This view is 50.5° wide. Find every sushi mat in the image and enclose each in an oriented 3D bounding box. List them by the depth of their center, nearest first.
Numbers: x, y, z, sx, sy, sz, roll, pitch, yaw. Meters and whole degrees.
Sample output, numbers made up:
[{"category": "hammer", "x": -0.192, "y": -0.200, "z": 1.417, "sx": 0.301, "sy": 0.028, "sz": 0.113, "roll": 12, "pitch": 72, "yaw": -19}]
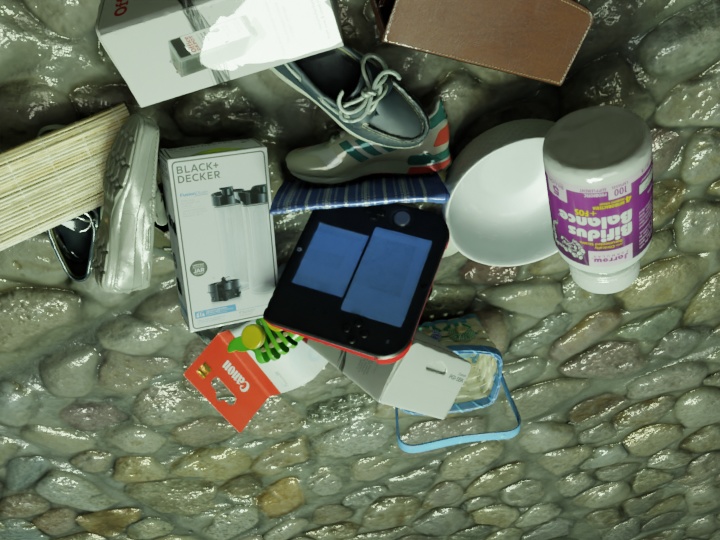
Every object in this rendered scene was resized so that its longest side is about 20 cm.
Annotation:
[{"category": "sushi mat", "x": -0.331, "y": -0.100, "z": 0.833, "sx": 0.197, "sy": 0.012, "sz": 0.097, "roll": -27, "pitch": 122, "yaw": -15}]

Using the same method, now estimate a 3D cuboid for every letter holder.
[{"category": "letter holder", "x": 0.126, "y": -0.284, "z": 0.734, "sx": 0.196, "sy": 0.102, "sz": 0.144, "roll": 8, "pitch": 131, "yaw": -18}]

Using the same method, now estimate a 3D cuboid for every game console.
[{"category": "game console", "x": 0.000, "y": 0.000, "z": 0.892, "sx": 0.174, "sy": 0.202, "sz": 0.031, "roll": 18, "pitch": 151, "yaw": 12}]

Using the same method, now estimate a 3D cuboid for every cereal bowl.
[{"category": "cereal bowl", "x": 0.190, "y": -0.104, "z": 0.938, "sx": 0.196, "sy": 0.084, "sz": 0.202, "roll": -5, "pitch": 135, "yaw": -5}]

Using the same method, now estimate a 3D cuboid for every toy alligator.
[{"category": "toy alligator", "x": -0.083, "y": 0.064, "z": 0.957, "sx": 0.198, "sy": 0.055, "sz": 0.059, "roll": -35, "pitch": 172, "yaw": 16}]

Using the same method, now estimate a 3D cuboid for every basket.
[{"category": "basket", "x": 0.126, "y": 0.167, "z": 1.113, "sx": 0.172, "sy": 0.202, "sz": 0.141, "roll": -7, "pitch": 137, "yaw": -4}]

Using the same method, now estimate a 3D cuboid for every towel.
[{"category": "towel", "x": 0.001, "y": -0.088, "z": 0.877, "sx": 0.196, "sy": 0.145, "sz": 0.024, "roll": -5, "pitch": 107, "yaw": 2}]

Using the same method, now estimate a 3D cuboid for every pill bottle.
[{"category": "pill bottle", "x": 0.265, "y": -0.069, "z": 0.845, "sx": 0.110, "sy": 0.114, "sz": 0.202, "roll": -16, "pitch": 134, "yaw": 7}]

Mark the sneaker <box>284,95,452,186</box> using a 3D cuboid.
[{"category": "sneaker", "x": 0.008, "y": -0.157, "z": 0.877, "sx": 0.195, "sy": 0.071, "sz": 0.095, "roll": -5, "pitch": 118, "yaw": -2}]

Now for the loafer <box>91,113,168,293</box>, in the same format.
[{"category": "loafer", "x": -0.247, "y": -0.071, "z": 0.846, "sx": 0.069, "sy": 0.070, "sz": 0.203, "roll": 0, "pitch": 116, "yaw": -39}]

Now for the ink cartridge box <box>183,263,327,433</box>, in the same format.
[{"category": "ink cartridge box", "x": -0.125, "y": 0.117, "z": 1.052, "sx": 0.201, "sy": 0.047, "sz": 0.161, "roll": -49, "pitch": 136, "yaw": -18}]

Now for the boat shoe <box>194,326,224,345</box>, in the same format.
[{"category": "boat shoe", "x": -0.174, "y": 0.095, "z": 1.098, "sx": 0.070, "sy": 0.071, "sz": 0.201, "roll": -6, "pitch": 147, "yaw": 32}]

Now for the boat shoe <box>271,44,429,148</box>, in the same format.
[{"category": "boat shoe", "x": -0.008, "y": -0.191, "z": 0.788, "sx": 0.198, "sy": 0.062, "sz": 0.076, "roll": 35, "pitch": 90, "yaw": -15}]

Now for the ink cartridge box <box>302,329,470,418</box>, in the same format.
[{"category": "ink cartridge box", "x": 0.023, "y": 0.100, "z": 0.997, "sx": 0.146, "sy": 0.199, "sz": 0.084, "roll": 24, "pitch": 95, "yaw": -45}]

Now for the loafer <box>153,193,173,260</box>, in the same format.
[{"category": "loafer", "x": -0.208, "y": -0.050, "z": 0.923, "sx": 0.196, "sy": 0.076, "sz": 0.070, "roll": 11, "pitch": 146, "yaw": -19}]

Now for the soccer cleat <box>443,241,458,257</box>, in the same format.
[{"category": "soccer cleat", "x": 0.044, "y": -0.025, "z": 0.995, "sx": 0.196, "sy": 0.078, "sz": 0.070, "roll": -1, "pitch": 136, "yaw": -10}]

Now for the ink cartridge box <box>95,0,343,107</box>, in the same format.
[{"category": "ink cartridge box", "x": -0.124, "y": -0.247, "z": 0.693, "sx": 0.196, "sy": 0.149, "sz": 0.084, "roll": -15, "pitch": 138, "yaw": 7}]

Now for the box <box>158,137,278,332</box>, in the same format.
[{"category": "box", "x": -0.160, "y": -0.042, "z": 0.881, "sx": 0.114, "sy": 0.060, "sz": 0.204, "roll": -9, "pitch": 111, "yaw": -20}]

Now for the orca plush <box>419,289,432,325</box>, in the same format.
[{"category": "orca plush", "x": 0.056, "y": 0.042, "z": 1.000, "sx": 0.103, "sy": 0.072, "sz": 0.200, "roll": -18, "pitch": 170, "yaw": 2}]

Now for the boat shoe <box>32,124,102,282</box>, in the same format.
[{"category": "boat shoe", "x": -0.341, "y": -0.073, "z": 0.892, "sx": 0.073, "sy": 0.063, "sz": 0.202, "roll": 3, "pitch": 134, "yaw": -10}]
